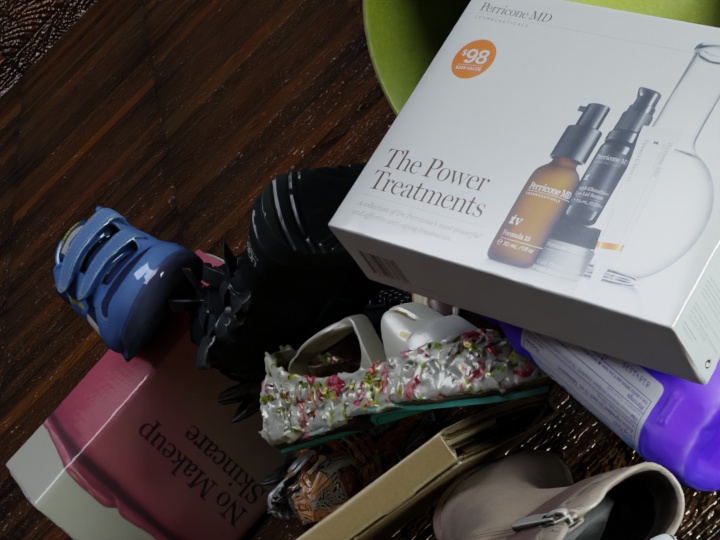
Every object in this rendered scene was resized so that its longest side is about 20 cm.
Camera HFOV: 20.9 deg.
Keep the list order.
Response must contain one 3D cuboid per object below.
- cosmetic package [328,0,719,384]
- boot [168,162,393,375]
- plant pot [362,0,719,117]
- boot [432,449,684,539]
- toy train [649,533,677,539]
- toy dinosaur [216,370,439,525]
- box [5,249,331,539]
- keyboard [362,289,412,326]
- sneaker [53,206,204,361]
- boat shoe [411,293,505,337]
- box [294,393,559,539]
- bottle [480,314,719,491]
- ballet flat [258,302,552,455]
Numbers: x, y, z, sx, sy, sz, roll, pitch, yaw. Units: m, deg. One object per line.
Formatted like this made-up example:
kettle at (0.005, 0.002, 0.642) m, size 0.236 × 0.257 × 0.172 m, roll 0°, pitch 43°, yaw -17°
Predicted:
cosmetic package at (0.103, -0.046, 0.895) m, size 0.199 × 0.052 × 0.151 m, roll 17°, pitch 65°, yaw 40°
boot at (0.001, 0.001, 1.108) m, size 0.163 × 0.197 × 0.074 m, roll 125°, pitch 135°, yaw -56°
plant pot at (0.136, -0.158, 1.147) m, size 0.200 × 0.188 × 0.187 m, roll -32°, pitch 11°, yaw -31°
boot at (0.089, 0.122, 0.892) m, size 0.146 × 0.070 × 0.200 m, roll -35°, pitch 7°, yaw 43°
toy train at (0.078, 0.182, 0.778) m, size 0.200 × 0.114 × 0.085 m, roll -38°, pitch 27°, yaw 23°
toy dinosaur at (0.000, 0.095, 1.170) m, size 0.135 × 0.103 × 0.200 m, roll -10°, pitch 0°, yaw 36°
box at (-0.116, 0.105, 1.287) m, size 0.200 × 0.128 × 0.109 m, roll -49°, pitch 20°, yaw -7°
keyboard at (-0.012, 0.003, 1.328) m, size 0.103 × 0.040 × 0.200 m, roll -9°, pitch 10°, yaw -19°
sneaker at (-0.151, 0.005, 1.205) m, size 0.074 × 0.082 × 0.200 m, roll -47°, pitch 8°, yaw -13°
boat shoe at (0.087, -0.010, 1.190) m, size 0.072 × 0.072 × 0.201 m, roll -23°, pitch 31°, yaw 34°
box at (0.003, 0.135, 1.041) m, size 0.200 × 0.021 × 0.163 m, roll -39°, pitch -10°, yaw 21°
bottle at (0.110, 0.024, 0.931) m, size 0.200 × 0.083 × 0.065 m, roll 41°, pitch 106°, yaw 36°
ballet flat at (0.013, 0.052, 1.020) m, size 0.199 × 0.064 × 0.075 m, roll -17°, pitch -6°, yaw 43°
